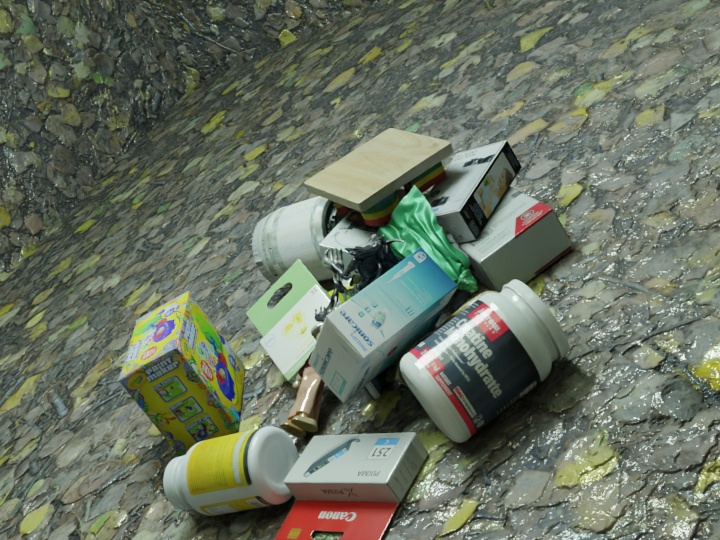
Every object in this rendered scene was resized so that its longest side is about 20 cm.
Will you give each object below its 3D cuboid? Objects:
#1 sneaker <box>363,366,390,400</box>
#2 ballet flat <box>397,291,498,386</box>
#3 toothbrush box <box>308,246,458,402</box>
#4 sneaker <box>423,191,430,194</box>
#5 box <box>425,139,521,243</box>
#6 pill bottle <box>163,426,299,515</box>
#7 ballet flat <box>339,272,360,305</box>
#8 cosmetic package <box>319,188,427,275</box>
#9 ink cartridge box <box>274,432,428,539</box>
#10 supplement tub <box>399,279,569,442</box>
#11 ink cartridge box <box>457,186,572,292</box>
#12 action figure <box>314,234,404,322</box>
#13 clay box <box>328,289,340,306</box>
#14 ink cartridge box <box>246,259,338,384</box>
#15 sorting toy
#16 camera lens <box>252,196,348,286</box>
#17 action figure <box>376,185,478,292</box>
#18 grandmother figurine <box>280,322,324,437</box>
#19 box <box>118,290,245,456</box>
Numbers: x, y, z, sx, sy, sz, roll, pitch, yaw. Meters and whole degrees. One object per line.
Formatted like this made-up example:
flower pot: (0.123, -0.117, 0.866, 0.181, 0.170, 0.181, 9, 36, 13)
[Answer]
sneaker: (0.047, 0.111, 1.568, 0.145, 0.077, 0.203, -33, 23, 8)
ballet flat: (0.136, 0.105, 1.480, 0.199, 0.071, 0.071, -39, 25, -8)
toothbrush box: (0.031, 0.080, 1.453, 0.199, 0.085, 0.147, -34, -18, -31)
sneaker: (0.073, -0.076, 1.849, 0.116, 0.076, 0.200, -52, 13, -28)
box: (0.176, -0.128, 1.663, 0.116, 0.060, 0.200, -10, 33, 45)
pill bottle: (-0.196, 0.303, 1.476, 0.198, 0.113, 0.112, -17, 29, 32)
ballet flat: (0.000, 0.000, 1.727, 0.066, 0.067, 0.201, -21, 27, 26)
cosmetic package: (0.044, -0.067, 1.706, 0.149, 0.052, 0.200, 15, 44, 27)
ink cartridge box: (-0.026, 0.301, 1.354, 0.199, 0.045, 0.177, -11, 32, 41)
supplement tub: (0.165, 0.120, 1.331, 0.199, 0.141, 0.140, -37, 25, -6)
ink cartridge box: (0.232, -0.055, 1.633, 0.144, 0.084, 0.200, -36, 25, -3)
action figure: (-0.002, 0.003, 1.533, 0.201, 0.118, 0.103, -59, 37, 32)
clay box: (-0.040, 0.078, 1.770, 0.198, 0.048, 0.115, -25, 26, 16)
ink cartridge box: (-0.115, 0.082, 1.725, 0.146, 0.048, 0.200, -45, 56, 4)
sorting toy: (0.037, -0.155, 1.699, 0.198, 0.070, 0.200, -34, 28, -18)
camera lens: (-0.094, -0.058, 1.948, 0.199, 0.161, 0.160, -14, 31, 37)
action figure: (0.116, -0.028, 1.553, 0.200, 0.054, 0.119, 47, 114, 36)
grandmother figurine: (-0.072, 0.165, 1.585, 0.121, 0.060, 0.201, -22, 40, 47)
box: (-0.307, 0.181, 1.738, 0.121, 0.193, 0.201, -28, 26, 11)
